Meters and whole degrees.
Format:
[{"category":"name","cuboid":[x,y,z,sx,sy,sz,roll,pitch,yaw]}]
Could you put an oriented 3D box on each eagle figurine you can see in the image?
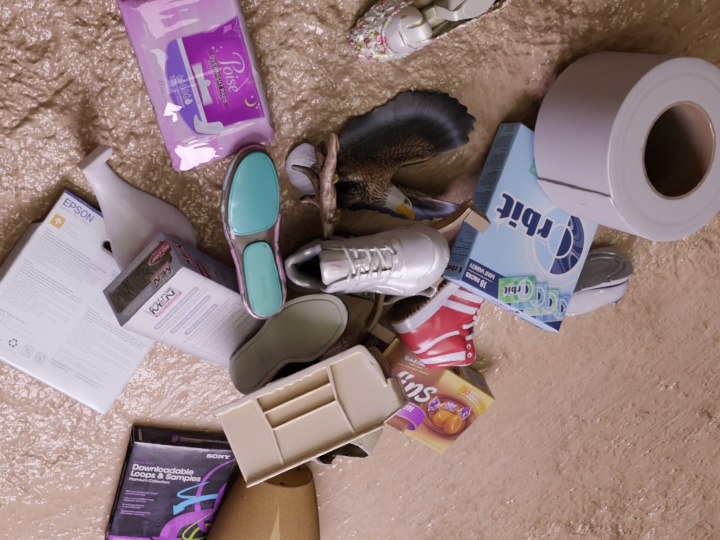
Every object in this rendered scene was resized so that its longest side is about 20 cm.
[{"category":"eagle figurine","cuboid":[0.027,-0.108,1.119,0.199,0.152,0.151,-25,176,-36]}]

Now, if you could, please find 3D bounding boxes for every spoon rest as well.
[{"category":"spoon rest","cuboid":[-0.251,-0.060,1.086,0.099,0.060,0.201,-41,133,-16]}]

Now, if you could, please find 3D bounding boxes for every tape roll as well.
[{"category":"tape roll","cuboid":[0.319,-0.146,1.119,0.200,0.139,0.206,-7,106,-26]}]

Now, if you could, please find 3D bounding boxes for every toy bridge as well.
[{"category":"toy bridge","cuboid":[0.067,-0.006,1.131,0.067,0.027,0.201,30,110,-25]}]

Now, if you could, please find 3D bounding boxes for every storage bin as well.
[{"category":"storage bin","cuboid":[-0.048,0.163,1.148,0.196,0.200,0.095,-24,83,2]}]

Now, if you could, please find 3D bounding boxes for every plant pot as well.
[{"category":"plant pot","cuboid":[-0.127,0.365,1.336,0.184,0.186,0.203,8,105,-21]}]

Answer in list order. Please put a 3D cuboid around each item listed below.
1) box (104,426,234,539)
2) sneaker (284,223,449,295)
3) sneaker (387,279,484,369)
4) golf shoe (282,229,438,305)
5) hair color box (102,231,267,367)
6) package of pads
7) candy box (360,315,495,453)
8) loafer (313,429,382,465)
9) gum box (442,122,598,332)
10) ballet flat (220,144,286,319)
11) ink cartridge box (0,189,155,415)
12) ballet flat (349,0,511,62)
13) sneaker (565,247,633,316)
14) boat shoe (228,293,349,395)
[{"category":"box","cuboid":[-0.261,0.305,1.329,0.141,0.036,0.202,8,117,-21]},{"category":"sneaker","cuboid":[0.001,-0.004,1.074,0.198,0.099,0.079,-11,87,31]},{"category":"sneaker","cuboid":[0.140,0.043,1.244,0.199,0.071,0.113,-36,114,-3]},{"category":"golf shoe","cuboid":[0.000,0.000,1.184,0.197,0.088,0.078,-6,125,-11]},{"category":"hair color box","cuboid":[-0.188,0.039,1.120,0.099,0.061,0.200,-43,148,9]},{"category":"package of pads","cuboid":[-0.167,-0.215,1.003,0.119,0.076,0.202,-17,125,-6]},{"category":"candy box","cuboid":[0.074,0.158,1.325,0.199,0.057,0.117,33,109,-32]},{"category":"loafer","cuboid":[-0.065,0.219,1.282,0.197,0.069,0.076,-11,137,17]},{"category":"gum box","cuboid":[0.207,-0.050,1.186,0.169,0.044,0.202,26,83,-29]},{"category":"ballet flat","cuboid":[-0.121,-0.046,1.079,0.068,0.071,0.203,-13,115,-16]},{"category":"ink cartridge box","cuboid":[-0.322,0.038,1.125,0.196,0.043,0.201,37,85,-32]},{"category":"ballet flat","cuboid":[0.080,-0.279,1.044,0.198,0.064,0.076,-29,126,3]},{"category":"sneaker","cuboid":[0.264,0.030,1.295,0.197,0.077,0.081,-6,142,-7]},{"category":"boat shoe","cuboid":[-0.074,0.082,1.145,0.199,0.075,0.066,-43,167,34]}]
